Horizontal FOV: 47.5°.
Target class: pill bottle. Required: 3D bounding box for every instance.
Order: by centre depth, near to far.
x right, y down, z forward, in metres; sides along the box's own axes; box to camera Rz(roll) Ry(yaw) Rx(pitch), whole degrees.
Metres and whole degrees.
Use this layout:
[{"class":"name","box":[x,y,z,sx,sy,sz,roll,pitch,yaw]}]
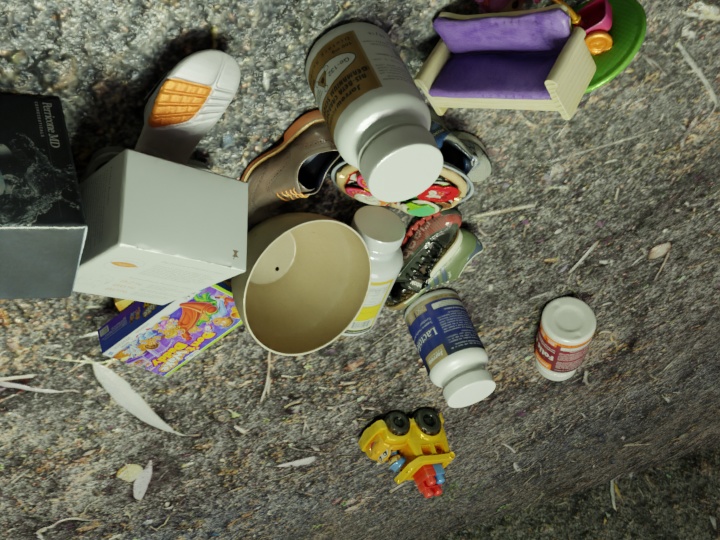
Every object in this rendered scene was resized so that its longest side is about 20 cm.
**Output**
[{"class":"pill bottle","box":[0.017,-0.181,0.942,0.114,0.200,0.115,-16,147,-11]},{"class":"pill bottle","box":[0.000,0.000,1.261,0.112,0.112,0.200,-4,138,-27]},{"class":"pill bottle","box":[0.167,0.144,1.510,0.115,0.200,0.116,-16,147,-11]},{"class":"pill bottle","box":[0.438,0.154,1.776,0.114,0.114,0.200,-18,147,-8]}]

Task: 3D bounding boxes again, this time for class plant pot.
[{"class":"plant pot","box":[-0.103,0.001,1.153,0.200,0.134,0.201,-16,121,-30]}]

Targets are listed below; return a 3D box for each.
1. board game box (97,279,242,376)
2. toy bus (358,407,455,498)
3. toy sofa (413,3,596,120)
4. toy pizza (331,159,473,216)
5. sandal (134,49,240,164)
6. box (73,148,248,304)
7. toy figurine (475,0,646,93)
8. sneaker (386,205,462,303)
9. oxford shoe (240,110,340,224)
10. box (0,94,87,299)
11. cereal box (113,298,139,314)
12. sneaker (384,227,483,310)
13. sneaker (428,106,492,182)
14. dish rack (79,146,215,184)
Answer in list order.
[{"class":"board game box","box":[-0.264,0.072,1.204,0.200,0.045,0.134,-35,145,16]},{"class":"toy bus","box":[0.119,0.440,1.921,0.199,0.192,0.136,2,142,-32]},{"class":"toy sofa","box":[0.159,-0.239,0.948,0.098,0.200,0.083,48,65,-41]},{"class":"toy pizza","box":[0.057,-0.113,1.134,0.199,0.032,0.200,6,166,2]},{"class":"sandal","box":[-0.217,-0.174,0.934,0.079,0.059,0.207,18,121,-40]},{"class":"box","box":[-0.242,-0.040,0.925,0.152,0.107,0.200,13,158,-39]},{"class":"toy figurine","box":[0.208,-0.313,0.976,0.200,0.151,0.184,-17,142,39]},{"class":"sneaker","box":[0.094,-0.020,1.323,0.200,0.098,0.071,-40,142,23]},{"class":"oxford shoe","box":[-0.099,-0.119,1.078,0.071,0.073,0.200,11,135,-42]},{"class":"box","box":[-0.401,-0.079,0.834,0.199,0.197,0.118,-1,141,-31]},{"class":"cereal box","box":[-0.258,0.040,1.242,0.199,0.040,0.144,-19,148,-6]},{"class":"sneaker","box":[0.131,0.005,1.407,0.090,0.067,0.200,16,128,-38]},{"class":"sneaker","box":[0.129,-0.154,1.153,0.200,0.085,0.077,18,122,-47]},{"class":"dish rack","box":[-0.290,-0.080,1.045,0.171,0.044,0.200,6,137,-37]}]
